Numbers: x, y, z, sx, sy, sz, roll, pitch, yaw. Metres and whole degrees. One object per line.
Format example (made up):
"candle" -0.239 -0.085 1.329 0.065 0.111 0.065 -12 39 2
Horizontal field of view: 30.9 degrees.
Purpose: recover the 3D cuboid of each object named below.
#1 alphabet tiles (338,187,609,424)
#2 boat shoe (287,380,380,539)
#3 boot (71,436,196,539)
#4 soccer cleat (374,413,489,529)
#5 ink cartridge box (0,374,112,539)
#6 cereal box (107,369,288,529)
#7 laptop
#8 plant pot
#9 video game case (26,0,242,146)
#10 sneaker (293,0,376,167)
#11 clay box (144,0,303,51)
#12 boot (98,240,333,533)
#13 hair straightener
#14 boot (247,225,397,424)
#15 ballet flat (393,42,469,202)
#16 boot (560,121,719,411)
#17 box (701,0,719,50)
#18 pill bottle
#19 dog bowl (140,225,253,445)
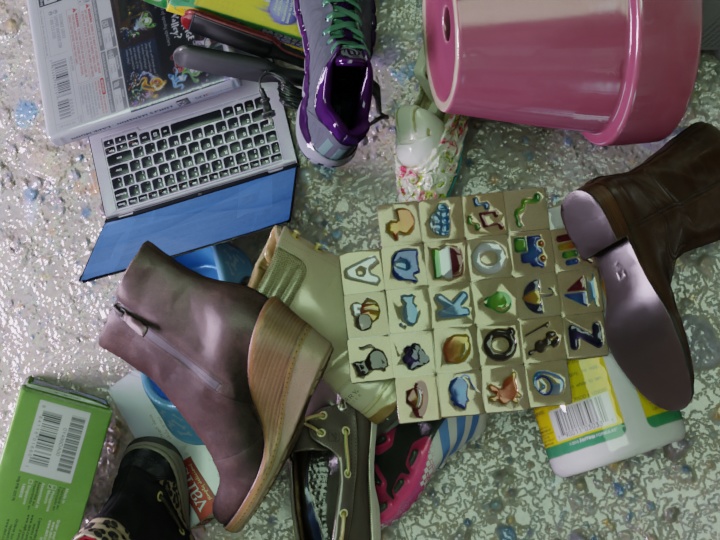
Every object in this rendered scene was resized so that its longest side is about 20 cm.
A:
"alphabet tiles" 0.085 0.025 0.989 0.197 0.006 0.169 -6 80 -1
"boat shoe" -0.029 0.145 1.047 0.071 0.059 0.203 -10 82 34
"boot" -0.174 0.252 1.034 0.072 0.151 0.203 -1 107 11
"soccer cleat" 0.061 0.141 1.077 0.201 0.086 0.070 -57 46 20
"ink cartridge box" -0.264 0.168 1.082 0.075 0.200 0.150 16 85 -12
"cereal box" -0.100 0.108 1.122 0.199 0.040 0.145 -35 78 4
"laptop" -0.157 -0.102 1.122 0.185 0.116 0.203 -15 80 7
"plant pot" 0.146 -0.194 1.018 0.176 0.200 0.203 -5 81 -8
"video game case" -0.211 -0.228 1.178 0.180 0.023 0.202 -17 68 7
"sneaker" -0.010 -0.190 1.070 0.073 0.087 0.203 1 82 -20
"clay box" -0.085 -0.264 1.129 0.197 0.048 0.117 14 84 -14
"boot" -0.122 0.090 0.989 0.165 0.072 0.202 26 117 4
"hair straightener" -0.067 -0.156 1.118 0.198 0.041 0.078 18 69 -16
"boot" 0.000 0.000 1.043 0.154 0.073 0.201 33 67 -7
"ballet flat" 0.062 -0.145 1.111 0.075 0.064 0.202 8 77 46
"boot" 0.259 -0.010 1.017 0.064 0.199 0.188 -21 92 48
"box" 0.292 -0.298 1.016 0.129 0.200 0.202 -4 81 -8
"pill bottle" 0.178 0.054 1.044 0.111 0.113 0.202 -19 80 7
"dog bowl" -0.139 0.047 1.089 0.110 0.050 0.202 -26 53 11
